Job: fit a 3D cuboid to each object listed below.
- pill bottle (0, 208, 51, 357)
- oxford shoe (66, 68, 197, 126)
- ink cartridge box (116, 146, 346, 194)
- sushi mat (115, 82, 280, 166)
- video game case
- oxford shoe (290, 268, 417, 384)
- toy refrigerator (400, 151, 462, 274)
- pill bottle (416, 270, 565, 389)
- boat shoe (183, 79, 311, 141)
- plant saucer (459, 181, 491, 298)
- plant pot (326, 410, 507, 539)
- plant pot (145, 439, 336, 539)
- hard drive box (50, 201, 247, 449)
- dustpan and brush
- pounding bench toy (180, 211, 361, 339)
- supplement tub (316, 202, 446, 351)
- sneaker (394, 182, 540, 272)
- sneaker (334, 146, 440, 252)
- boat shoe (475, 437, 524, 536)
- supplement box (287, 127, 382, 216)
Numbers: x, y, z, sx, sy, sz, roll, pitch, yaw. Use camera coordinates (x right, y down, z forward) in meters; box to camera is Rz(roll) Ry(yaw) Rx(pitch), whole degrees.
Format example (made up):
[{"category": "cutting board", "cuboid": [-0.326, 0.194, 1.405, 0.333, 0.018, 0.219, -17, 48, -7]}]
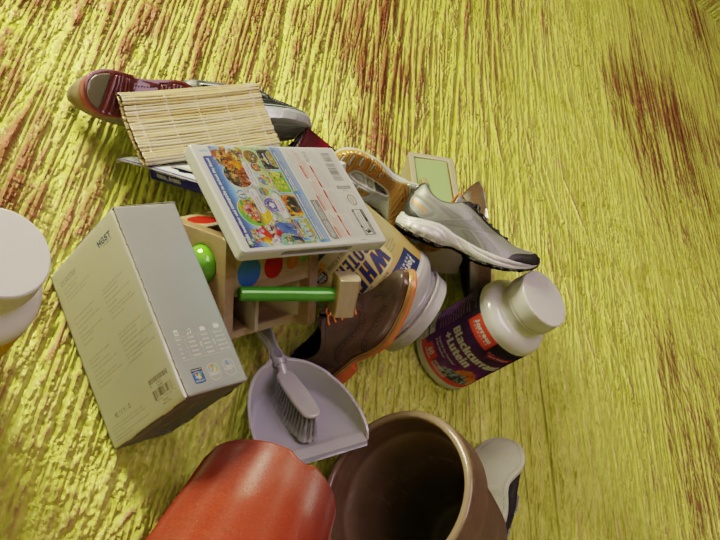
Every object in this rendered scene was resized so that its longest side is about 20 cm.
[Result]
[{"category": "pill bottle", "cuboid": [-0.342, 0.029, 0.740, 0.111, 0.200, 0.111, 23, 49, -30]}, {"category": "oxford shoe", "cuboid": [-0.261, -0.203, 1.068, 0.200, 0.075, 0.071, 14, 85, -42]}, {"category": "ink cartridge box", "cuboid": [-0.153, -0.115, 1.044, 0.200, 0.199, 0.041, -22, 122, -49]}, {"category": "sushi mat", "cuboid": [-0.192, -0.181, 1.048, 0.200, 0.012, 0.096, -16, 80, -41]}, {"category": "video game case", "cuboid": [-0.078, -0.077, 0.939, 0.200, 0.018, 0.143, -6, 58, -44]}, {"category": "oxford shoe", "cuboid": [-0.009, 0.065, 1.035, 0.073, 0.200, 0.071, 29, 28, -24]}, {"category": "toy refrigerator", "cuboid": [0.108, -0.092, 1.309, 0.076, 0.070, 0.200, 8, 45, -10]}, {"category": "pill bottle", "cuboid": [0.181, 0.080, 1.202, 0.111, 0.200, 0.112, 24, 49, -30]}, {"category": "boat shoe", "cuboid": [-0.155, -0.226, 1.190, 0.200, 0.072, 0.071, 3, 66, -40]}, {"category": "plant saucer", "cuboid": [0.170, -0.034, 1.314, 0.032, 0.200, 0.200, -4, 58, 1]}, {"category": "plant pot", "cuboid": [0.080, 0.287, 1.001, 0.175, 0.200, 0.200, 43, 38, -42]}, {"category": "plant pot", "cuboid": [-0.119, 0.277, 0.806, 0.201, 0.201, 0.195, 44, 33, -12]}, {"category": "hard drive box", "cuboid": [-0.219, 0.056, 0.874, 0.077, 0.156, 0.200, -11, 72, -47]}, {"category": "dustpan and brush", "cuboid": [-0.087, 0.130, 1.014, 0.139, 0.057, 0.200, -10, 41, -30]}, {"category": "pounding bench toy", "cuboid": [-0.118, 0.010, 0.944, 0.156, 0.200, 0.124, -15, 116, -47]}, {"category": "supplement tub", "cuboid": [0.000, 0.000, 1.128, 0.200, 0.144, 0.145, 38, 43, -17]}, {"category": "sneaker", "cuboid": [0.148, -0.051, 1.135, 0.200, 0.074, 0.079, 23, 89, -8]}, {"category": "sneaker", "cuboid": [0.044, -0.106, 1.193, 0.200, 0.076, 0.088, 40, 10, -15]}, {"category": "boat shoe", "cuboid": [0.180, 0.298, 1.160, 0.200, 0.074, 0.060, -63, 152, -63]}, {"category": "supplement box", "cuboid": [-0.029, -0.097, 1.231, 0.200, 0.061, 0.109, 37, 42, -18]}]
